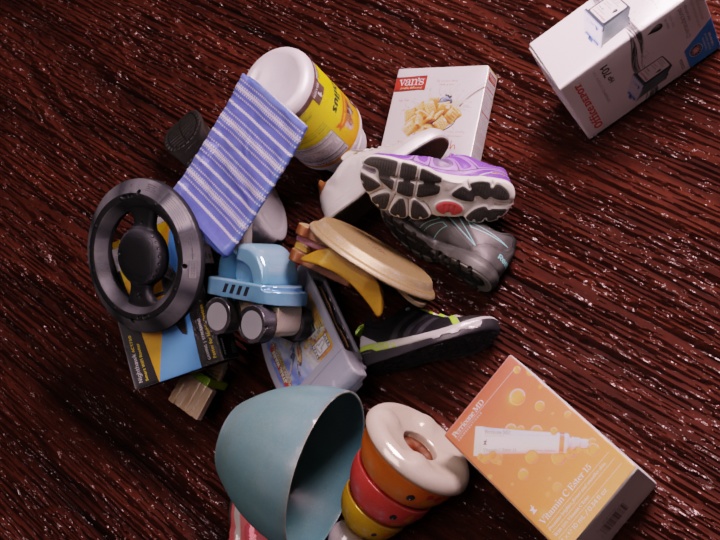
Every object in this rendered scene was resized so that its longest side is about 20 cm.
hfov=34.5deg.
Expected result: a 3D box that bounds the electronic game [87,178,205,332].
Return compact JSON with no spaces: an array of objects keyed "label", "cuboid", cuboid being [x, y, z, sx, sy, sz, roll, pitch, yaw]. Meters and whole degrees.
[{"label":"electronic game","cuboid":[-0.284,-0.019,1.525,0.197,0.041,0.204,4,97,31]}]

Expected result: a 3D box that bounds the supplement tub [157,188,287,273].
[{"label":"supplement tub","cuboid":[-0.213,-0.058,1.642,0.197,0.122,0.124,-23,61,18]}]

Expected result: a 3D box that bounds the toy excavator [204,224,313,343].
[{"label":"toy excavator","cuboid":[-0.147,-0.018,1.508,0.192,0.099,0.204,10,94,38]}]

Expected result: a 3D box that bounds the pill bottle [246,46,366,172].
[{"label":"pill bottle","cuboid":[-0.068,-0.209,1.577,0.108,0.200,0.111,-11,65,24]}]

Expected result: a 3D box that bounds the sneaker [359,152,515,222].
[{"label":"sneaker","cuboid":[0.096,-0.112,1.466,0.196,0.082,0.084,10,35,-6]}]

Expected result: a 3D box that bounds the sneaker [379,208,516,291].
[{"label":"sneaker","cuboid":[0.113,-0.047,1.501,0.199,0.076,0.080,32,74,27]}]

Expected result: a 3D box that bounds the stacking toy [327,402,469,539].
[{"label":"stacking toy","cuboid":[0.026,0.275,1.398,0.146,0.145,0.201,48,115,34]}]

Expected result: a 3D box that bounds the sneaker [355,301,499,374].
[{"label":"sneaker","cuboid":[0.078,0.069,1.462,0.197,0.072,0.084,-14,63,23]}]

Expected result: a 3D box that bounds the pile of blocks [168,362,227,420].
[{"label":"pile of blocks","cuboid":[-0.206,0.107,1.611,0.081,0.062,0.204,2,80,26]}]

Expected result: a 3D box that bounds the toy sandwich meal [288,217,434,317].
[{"label":"toy sandwich meal","cuboid":[0.000,0.000,1.467,0.204,0.204,0.071,37,102,34]}]

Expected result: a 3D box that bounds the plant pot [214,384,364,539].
[{"label":"plant pot","cuboid":[-0.097,0.225,1.406,0.133,0.200,0.203,15,78,23]}]

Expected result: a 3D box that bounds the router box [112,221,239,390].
[{"label":"router box","cuboid":[-0.259,0.043,1.567,0.147,0.051,0.203,-19,83,22]}]

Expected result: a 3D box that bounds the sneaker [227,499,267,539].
[{"label":"sneaker","cuboid":[-0.125,0.344,1.476,0.085,0.074,0.204,8,76,14]}]

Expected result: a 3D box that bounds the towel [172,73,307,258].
[{"label":"towel","cuboid":[-0.160,-0.134,1.479,0.145,0.024,0.202,43,106,35]}]

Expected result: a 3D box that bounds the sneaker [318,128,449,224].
[{"label":"sneaker","cuboid":[0.022,-0.143,1.530,0.198,0.073,0.086,-32,60,18]}]

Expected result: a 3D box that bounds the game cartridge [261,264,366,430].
[{"label":"game cartridge","cuboid":[-0.070,0.101,1.527,0.133,0.041,0.202,-46,50,24]}]

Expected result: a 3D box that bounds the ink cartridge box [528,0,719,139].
[{"label":"ink cartridge box","cuboid":[0.324,-0.275,1.421,0.199,0.146,0.087,-36,59,11]}]

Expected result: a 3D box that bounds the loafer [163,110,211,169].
[{"label":"loafer","cuboid":[-0.238,-0.171,1.732,0.073,0.071,0.201,-39,38,4]}]

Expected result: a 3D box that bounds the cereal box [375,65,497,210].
[{"label":"cereal box","cuboid":[0.098,-0.178,1.569,0.142,0.039,0.204,3,72,31]}]

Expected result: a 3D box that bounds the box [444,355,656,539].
[{"label":"box","cuboid":[0.214,0.214,1.313,0.125,0.097,0.200,-50,56,2]}]
